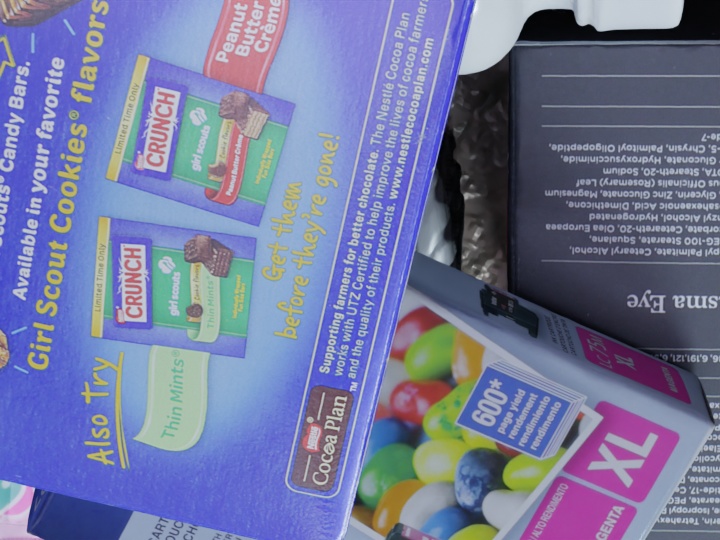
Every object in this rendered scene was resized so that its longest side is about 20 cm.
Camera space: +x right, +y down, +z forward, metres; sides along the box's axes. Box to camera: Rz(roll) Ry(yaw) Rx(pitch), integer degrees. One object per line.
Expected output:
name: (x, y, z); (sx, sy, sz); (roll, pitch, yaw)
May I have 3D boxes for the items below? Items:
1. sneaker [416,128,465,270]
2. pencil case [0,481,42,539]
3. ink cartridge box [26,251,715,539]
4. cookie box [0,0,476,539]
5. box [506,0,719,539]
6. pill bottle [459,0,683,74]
sneaker: (0.000, 0.000, 0.808); (0.082, 0.075, 0.200); (-6, 108, 8)
pencil case: (-0.050, 0.086, 0.768); (0.200, 0.087, 0.088); (14, 110, -10)
ink cartridge box: (-0.012, 0.048, 0.618); (0.200, 0.042, 0.119); (25, 109, -10)
cookie box: (-0.081, -0.039, 0.523); (0.200, 0.075, 0.171); (14, 113, 0)
box: (0.104, -0.010, 0.725); (0.104, 0.200, 0.182); (0, 107, 6)
pill bottle: (-0.010, -0.111, 0.586); (0.200, 0.112, 0.112); (2, 108, 7)
